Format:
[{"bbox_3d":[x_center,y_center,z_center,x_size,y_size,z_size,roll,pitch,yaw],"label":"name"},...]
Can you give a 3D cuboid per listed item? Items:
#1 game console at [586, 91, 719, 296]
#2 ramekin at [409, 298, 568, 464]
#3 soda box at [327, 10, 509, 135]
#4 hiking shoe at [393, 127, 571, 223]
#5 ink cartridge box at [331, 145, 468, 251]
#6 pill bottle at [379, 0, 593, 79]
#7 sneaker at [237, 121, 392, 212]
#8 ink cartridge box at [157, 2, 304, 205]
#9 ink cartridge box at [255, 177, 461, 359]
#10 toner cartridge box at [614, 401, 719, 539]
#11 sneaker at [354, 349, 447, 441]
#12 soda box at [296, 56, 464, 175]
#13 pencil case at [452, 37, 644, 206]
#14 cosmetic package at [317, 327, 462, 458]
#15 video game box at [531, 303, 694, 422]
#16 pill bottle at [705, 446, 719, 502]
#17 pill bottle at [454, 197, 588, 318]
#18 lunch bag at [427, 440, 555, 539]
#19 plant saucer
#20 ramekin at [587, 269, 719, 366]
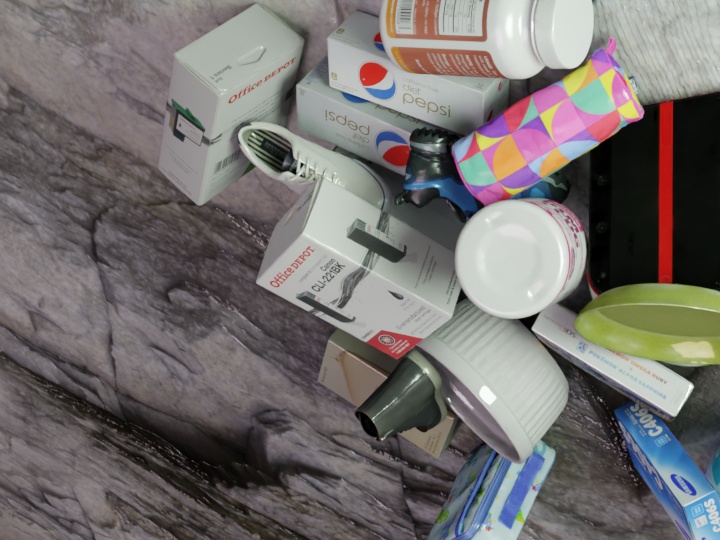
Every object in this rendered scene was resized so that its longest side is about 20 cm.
[{"bbox_3d":[0.303,-0.070,1.476,0.175,0.203,0.031,-6,168,38],"label":"game console"},{"bbox_3d":[0.159,0.124,1.799,0.200,0.105,0.200,45,170,11],"label":"ramekin"},{"bbox_3d":[0.062,-0.214,1.628,0.198,0.064,0.069,22,139,23],"label":"soda box"},{"bbox_3d":[0.131,-0.093,1.612,0.198,0.088,0.074,13,-168,-21],"label":"hiking shoe"},{"bbox_3d":[0.031,-0.041,1.815,0.199,0.084,0.176,34,144,10],"label":"ink cartridge box"},{"bbox_3d":[0.126,-0.249,1.493,0.198,0.112,0.113,9,133,35],"label":"pill bottle"},{"bbox_3d":[-0.058,-0.110,1.705,0.198,0.071,0.074,26,101,19],"label":"sneaker"},{"bbox_3d":[-0.155,-0.196,1.768,0.084,0.146,0.201,40,144,17],"label":"ink cartridge box"},{"bbox_3d":[0.000,0.000,1.696,0.199,0.084,0.144,29,147,-13],"label":"ink cartridge box"},{"bbox_3d":[0.362,0.240,1.737,0.096,0.043,0.200,64,179,-30],"label":"toner cartridge box"},{"bbox_3d":[0.044,0.171,1.843,0.075,0.106,0.200,44,167,21],"label":"sneaker"},{"bbox_3d":[0.026,-0.167,1.696,0.198,0.064,0.069,26,141,21],"label":"soda box"},{"bbox_3d":[0.188,-0.143,1.497,0.199,0.089,0.089,-32,107,17],"label":"pencil case"},{"bbox_3d":[0.048,0.151,2.005,0.199,0.073,0.104,30,142,13],"label":"cosmetic package"},{"bbox_3d":[0.283,0.104,1.680,0.181,0.047,0.200,34,180,13],"label":"video game box"},{"bbox_3d":[0.463,0.196,1.645,0.110,0.111,0.201,32,143,12],"label":"pill bottle"},{"bbox_3d":[0.170,-0.016,1.514,0.112,0.200,0.115,1,94,17],"label":"pill bottle"},{"bbox_3d":[0.168,0.303,1.945,0.082,0.201,0.161,36,146,-6],"label":"lunch bag"},{"bbox_3d":[0.309,0.050,1.468,0.197,0.031,0.200,9,164,3],"label":"plant saucer"},{"bbox_3d":[0.336,0.005,1.573,0.198,0.098,0.201,24,140,22],"label":"ramekin"}]
